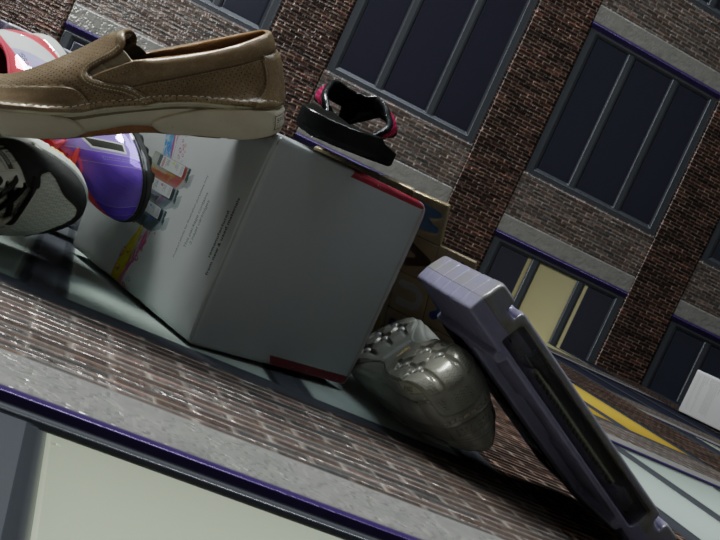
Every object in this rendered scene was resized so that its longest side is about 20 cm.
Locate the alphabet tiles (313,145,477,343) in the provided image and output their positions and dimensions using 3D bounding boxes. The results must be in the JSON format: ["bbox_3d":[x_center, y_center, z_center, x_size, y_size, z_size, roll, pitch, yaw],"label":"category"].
[{"bbox_3d":[0.000,0.000,0.831,0.200,0.167,0.006,27,29,30],"label":"alphabet tiles"}]

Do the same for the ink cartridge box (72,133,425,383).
[{"bbox_3d":[-0.088,-0.033,0.752,0.145,0.145,0.200,19,7,-42],"label":"ink cartridge box"}]

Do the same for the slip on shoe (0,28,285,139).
[{"bbox_3d":[-0.145,-0.115,0.618,0.199,0.061,0.076,3,23,1],"label":"slip on shoe"}]

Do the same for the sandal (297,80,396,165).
[{"bbox_3d":[-0.005,-0.109,0.740,0.075,0.045,0.200,21,6,-2],"label":"sandal"}]

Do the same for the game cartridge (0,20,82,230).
[{"bbox_3d":[-0.236,-0.106,0.836,0.199,0.130,0.038,24,-1,-16],"label":"game cartridge"}]

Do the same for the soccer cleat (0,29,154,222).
[{"bbox_3d":[-0.217,-0.104,0.728,0.073,0.068,0.200,-1,42,-50],"label":"soccer cleat"}]

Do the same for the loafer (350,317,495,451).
[{"bbox_3d":[0.040,0.080,0.728,0.070,0.070,0.200,61,-7,-12],"label":"loafer"}]

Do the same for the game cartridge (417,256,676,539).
[{"bbox_3d":[0.113,0.084,0.659,0.200,0.038,0.130,54,-8,-13],"label":"game cartridge"}]

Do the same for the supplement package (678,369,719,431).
[{"bbox_3d":[0.940,0.353,2.659,0.199,0.122,0.120,27,3,21],"label":"supplement package"}]

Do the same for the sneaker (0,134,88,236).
[{"bbox_3d":[-0.245,-0.047,0.614,0.200,0.076,0.088,16,23,-47],"label":"sneaker"}]
